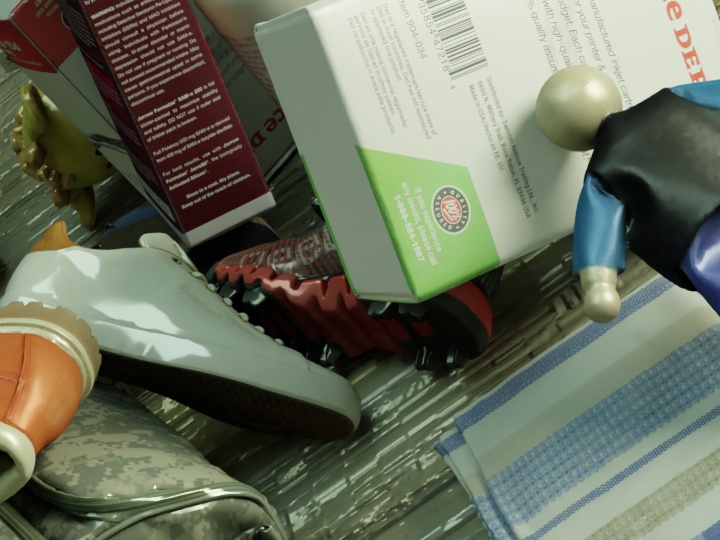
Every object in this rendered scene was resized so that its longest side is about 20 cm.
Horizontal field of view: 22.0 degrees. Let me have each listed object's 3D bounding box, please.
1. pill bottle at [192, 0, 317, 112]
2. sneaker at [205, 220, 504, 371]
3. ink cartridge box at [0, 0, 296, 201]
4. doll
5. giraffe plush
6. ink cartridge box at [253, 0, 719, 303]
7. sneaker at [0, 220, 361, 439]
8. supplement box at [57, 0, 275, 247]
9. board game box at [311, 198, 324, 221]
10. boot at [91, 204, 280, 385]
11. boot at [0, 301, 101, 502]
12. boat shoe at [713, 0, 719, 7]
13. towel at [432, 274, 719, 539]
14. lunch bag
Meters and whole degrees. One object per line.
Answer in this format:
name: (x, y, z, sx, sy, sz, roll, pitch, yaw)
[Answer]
pill bottle: (-0.035, -0.170, 1.084, 0.114, 0.200, 0.114, -27, 35, 20)
sneaker: (0.000, 0.000, 1.007, 0.200, 0.071, 0.098, -1, 50, 43)
ink cartridge box: (-0.127, -0.144, 1.190, 0.147, 0.200, 0.083, -50, 30, -15)
doll: (0.150, -0.023, 0.805, 0.136, 0.048, 0.200, -43, 66, -6)
giraffe plush: (-0.186, -0.131, 1.290, 0.200, 0.173, 0.162, -31, 40, 30)
ink cartridge box: (0.072, -0.089, 0.898, 0.200, 0.146, 0.084, -24, 8, -20)
sneaker: (-0.087, 0.024, 0.975, 0.073, 0.200, 0.085, 105, -175, -64)
supplement box: (-0.125, -0.124, 1.075, 0.061, 0.200, 0.109, -27, 24, -10)
board game box: (0.060, -0.105, 1.116, 0.105, 0.023, 0.200, 8, 57, 48)
boot: (-0.145, 0.016, 1.134, 0.200, 0.075, 0.097, -24, 22, -6)
boot: (-0.232, 0.077, 0.893, 0.200, 0.075, 0.107, -12, 33, 17)
boat shoe: (0.139, -0.127, 1.017, 0.072, 0.068, 0.200, -4, 49, 41)
towel: (0.124, 0.090, 0.817, 0.147, 0.024, 0.200, -36, 35, 3)
lunch bag: (-0.145, 0.143, 0.937, 0.168, 0.139, 0.200, -33, 30, -21)
